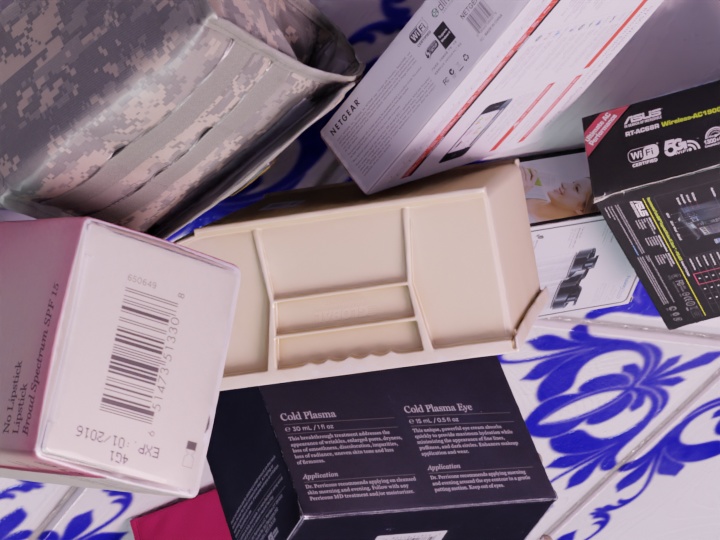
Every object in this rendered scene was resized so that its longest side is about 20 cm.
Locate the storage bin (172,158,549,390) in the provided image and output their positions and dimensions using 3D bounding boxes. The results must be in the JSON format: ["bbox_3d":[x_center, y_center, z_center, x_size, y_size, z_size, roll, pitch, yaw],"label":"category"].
[{"bbox_3d":[0.000,0.000,1.328,0.197,0.094,0.200,-8,-173,11],"label":"storage bin"}]

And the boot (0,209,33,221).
[{"bbox_3d":[-0.249,0.023,1.341,0.199,0.096,0.074,-4,144,-25],"label":"boot"}]

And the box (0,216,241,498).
[{"bbox_3d":[-0.174,0.046,1.222,0.109,0.129,0.199,19,167,-39],"label":"box"}]

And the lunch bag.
[{"bbox_3d":[-0.102,-0.095,1.238,0.164,0.118,0.200,-37,152,17],"label":"lunch bag"}]

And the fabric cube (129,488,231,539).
[{"bbox_3d":[-0.039,0.276,1.743,0.198,0.201,0.196,-21,149,5],"label":"fabric cube"}]

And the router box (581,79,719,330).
[{"bbox_3d":[0.237,-0.045,1.412,0.149,0.063,0.200,-14,150,16],"label":"router box"}]

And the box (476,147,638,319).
[{"bbox_3d":[0.098,-0.018,1.514,0.199,0.060,0.117,-10,146,-17],"label":"box"}]

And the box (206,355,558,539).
[{"bbox_3d":[0.003,0.114,1.540,0.199,0.183,0.104,0,143,-28],"label":"box"}]

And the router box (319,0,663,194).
[{"bbox_3d":[0.094,-0.138,1.284,0.179,0.049,0.200,-19,157,-50],"label":"router box"}]

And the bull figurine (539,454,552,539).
[{"bbox_3d":[0.088,0.178,1.730,0.065,0.202,0.121,2,-174,45],"label":"bull figurine"}]
